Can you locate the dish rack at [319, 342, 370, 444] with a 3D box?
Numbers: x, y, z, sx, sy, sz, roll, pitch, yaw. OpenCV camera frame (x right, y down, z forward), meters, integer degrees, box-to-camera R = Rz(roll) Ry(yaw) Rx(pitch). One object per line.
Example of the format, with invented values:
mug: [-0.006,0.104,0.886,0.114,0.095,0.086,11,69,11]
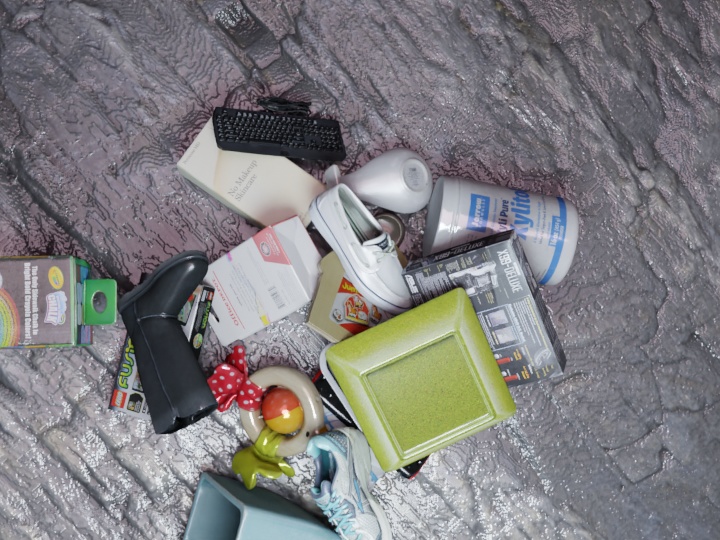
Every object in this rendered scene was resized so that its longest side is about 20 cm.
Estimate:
dish rack: [0.052,0.141,1.303,0.200,0.044,0.172,-32,86,-24]

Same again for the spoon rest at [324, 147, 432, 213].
spoon rest: [0.026,-0.130,1.335,0.200,0.061,0.099,-5,85,-39]

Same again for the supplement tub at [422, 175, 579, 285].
supplement tub: [0.200,-0.057,1.336,0.200,0.132,0.132,10,86,-6]

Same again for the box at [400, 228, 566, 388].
box: [0.165,0.062,1.230,0.158,0.050,0.200,-19,103,25]

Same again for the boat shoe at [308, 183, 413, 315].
boat shoe: [0.011,-0.027,1.238,0.200,0.067,0.074,48,46,-6]

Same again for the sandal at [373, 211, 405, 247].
sandal: [0.000,0.000,1.350,0.082,0.055,0.200,38,84,-2]

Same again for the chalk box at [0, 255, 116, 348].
chalk box: [-0.435,0.046,1.271,0.200,0.124,0.125,-1,86,-7]

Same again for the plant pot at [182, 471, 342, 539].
plant pot: [-0.122,0.404,1.251,0.200,0.196,0.196,17,85,-25]

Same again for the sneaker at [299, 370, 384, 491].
sneaker: [-0.026,0.219,1.337,0.087,0.075,0.200,-37,90,-27]

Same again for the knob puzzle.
knob puzzle: [0.018,0.044,1.271,0.220,0.030,0.220,19,55,-29]

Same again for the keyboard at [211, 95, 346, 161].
keyboard: [-0.113,-0.211,1.313,0.200,0.040,0.104,1,57,-30]

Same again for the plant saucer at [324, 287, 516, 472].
plant saucer: [0.084,0.153,1.192,0.200,0.048,0.200,-25,107,2]

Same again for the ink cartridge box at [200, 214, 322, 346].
ink cartridge box: [-0.142,0.018,1.298,0.067,0.200,0.117,-28,89,-51]

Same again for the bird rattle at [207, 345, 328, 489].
bird rattle: [-0.125,0.194,1.294,0.163,0.113,0.200,-21,81,24]

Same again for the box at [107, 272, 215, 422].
box: [-0.280,0.110,1.302,0.110,0.035,0.200,12,85,25]

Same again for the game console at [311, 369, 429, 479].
game console: [0.048,0.172,1.332,0.200,0.031,0.177,42,66,-2]

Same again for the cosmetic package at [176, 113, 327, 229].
cosmetic package: [-0.152,-0.129,1.334,0.200,0.073,0.104,34,83,-4]

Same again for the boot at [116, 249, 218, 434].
boot: [-0.235,0.096,1.224,0.165,0.066,0.200,-36,62,27]

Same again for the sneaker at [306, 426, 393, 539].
sneaker: [-0.025,0.303,1.198,0.086,0.078,0.200,8,56,-46]
